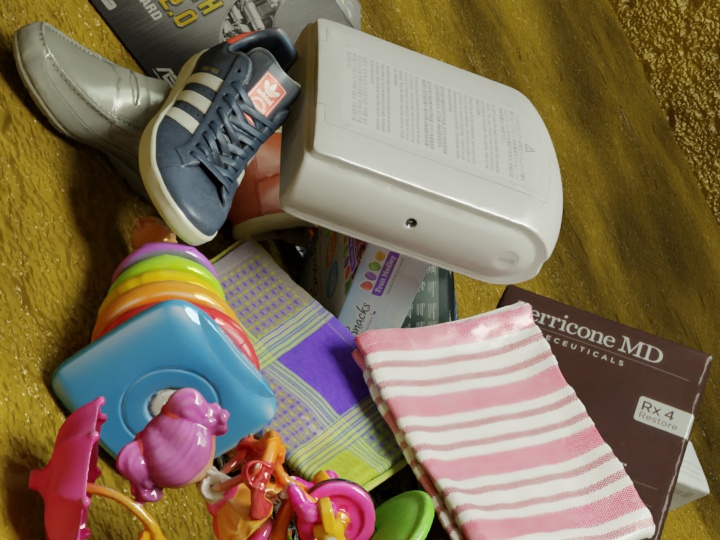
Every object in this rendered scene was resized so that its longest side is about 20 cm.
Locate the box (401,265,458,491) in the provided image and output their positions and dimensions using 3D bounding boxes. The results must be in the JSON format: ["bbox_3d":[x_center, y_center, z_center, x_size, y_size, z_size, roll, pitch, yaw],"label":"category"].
[{"bbox_3d":[0.057,0.075,1.762,0.200,0.046,0.159,-88,172,-53],"label":"box"}]

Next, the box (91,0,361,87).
[{"bbox_3d":[-0.116,-0.222,1.592,0.200,0.158,0.048,53,22,-32],"label":"box"}]

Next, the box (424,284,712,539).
[{"bbox_3d":[0.139,0.154,1.569,0.164,0.165,0.200,101,10,-51],"label":"box"}]

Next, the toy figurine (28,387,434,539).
[{"bbox_3d":[-0.089,0.139,1.210,0.184,0.200,0.150,46,4,-16],"label":"toy figurine"}]

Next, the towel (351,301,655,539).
[{"bbox_3d":[0.096,0.111,1.454,0.146,0.030,0.200,-10,54,-30],"label":"towel"}]

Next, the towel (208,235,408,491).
[{"bbox_3d":[-0.046,0.065,1.457,0.200,0.023,0.144,44,37,13],"label":"towel"}]

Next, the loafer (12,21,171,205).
[{"bbox_3d":[-0.162,-0.113,1.468,0.200,0.070,0.070,39,31,-52],"label":"loafer"}]

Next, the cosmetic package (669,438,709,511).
[{"bbox_3d":[0.178,0.188,1.792,0.102,0.200,0.074,25,43,-61],"label":"cosmetic package"}]

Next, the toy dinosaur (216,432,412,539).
[{"bbox_3d":[-0.033,0.173,1.469,0.136,0.102,0.201,-43,126,-55],"label":"toy dinosaur"}]

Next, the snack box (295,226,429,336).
[{"bbox_3d":[0.000,0.000,1.585,0.053,0.200,0.142,13,40,-12],"label":"snack box"}]

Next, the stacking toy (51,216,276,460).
[{"bbox_3d":[-0.124,0.026,1.368,0.116,0.110,0.200,51,15,-32],"label":"stacking toy"}]

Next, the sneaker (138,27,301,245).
[{"bbox_3d":[-0.085,-0.098,1.418,0.075,0.084,0.200,49,28,-29],"label":"sneaker"}]

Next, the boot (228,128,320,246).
[{"bbox_3d":[-0.045,-0.070,1.693,0.200,0.075,0.108,-8,75,-50],"label":"boot"}]

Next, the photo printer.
[{"bbox_3d":[0.045,-0.078,1.476,0.199,0.070,0.167,18,39,-16],"label":"photo printer"}]

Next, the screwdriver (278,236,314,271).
[{"bbox_3d":[-0.028,0.032,1.709,0.029,0.028,0.201,-13,77,-40],"label":"screwdriver"}]
